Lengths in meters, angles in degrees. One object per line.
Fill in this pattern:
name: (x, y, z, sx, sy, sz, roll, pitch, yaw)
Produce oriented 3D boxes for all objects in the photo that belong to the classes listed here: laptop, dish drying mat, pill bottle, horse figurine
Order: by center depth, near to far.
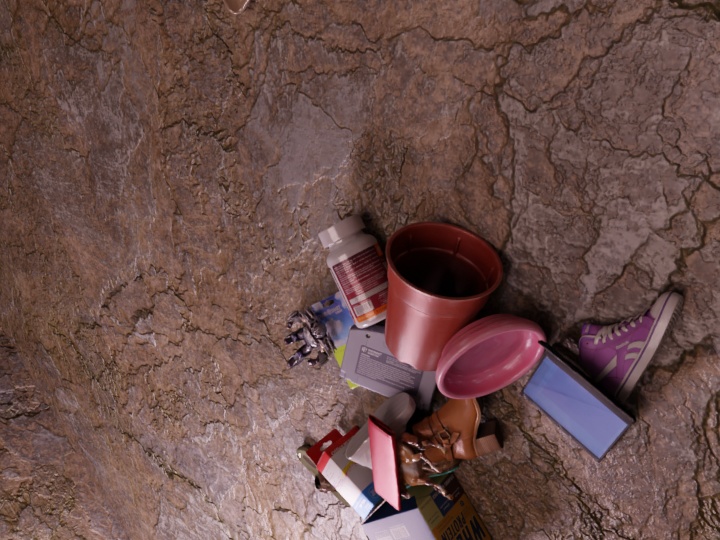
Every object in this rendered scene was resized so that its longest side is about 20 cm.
laptop: (0.340, 0.215, 1.043, 0.177, 0.200, 0.104, 41, 96, 25)
horse figurine: (0.108, 0.370, 1.235, 0.131, 0.050, 0.203, 15, 131, 35)
dish drying mat: (0.048, 0.373, 1.253, 0.076, 0.018, 0.203, 26, 133, 42)
pill bottle: (0.000, 0.000, 1.260, 0.109, 0.109, 0.203, -24, 92, 44)

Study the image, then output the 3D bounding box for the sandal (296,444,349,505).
sandal: (-0.094, 0.515, 1.600, 0.199, 0.057, 0.081, 31, 126, 28)

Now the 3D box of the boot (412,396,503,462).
boot: (0.168, 0.272, 1.230, 0.153, 0.077, 0.202, -19, 109, 23)

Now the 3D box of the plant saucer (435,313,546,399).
plant saucer: (0.214, 0.140, 1.091, 0.202, 0.197, 0.051, -63, 37, 38)

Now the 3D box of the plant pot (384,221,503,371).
plant pot: (0.126, 0.055, 1.128, 0.199, 0.200, 0.198, 33, 135, 26)

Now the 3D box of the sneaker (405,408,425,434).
sneaker: (0.076, 0.357, 1.376, 0.090, 0.076, 0.202, 33, 131, 15)

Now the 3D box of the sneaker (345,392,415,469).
sneaker: (0.072, 0.334, 1.301, 0.115, 0.074, 0.200, 33, 119, -16)

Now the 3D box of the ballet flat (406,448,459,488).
ballet flat: (0.124, 0.409, 1.360, 0.200, 0.067, 0.073, -40, 71, 42)

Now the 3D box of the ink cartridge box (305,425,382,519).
ink cartridge box: (-0.015, 0.437, 1.456, 0.200, 0.116, 0.068, 42, 131, 19)

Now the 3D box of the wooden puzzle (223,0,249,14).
wooden puzzle: (-0.233, -0.636, 1.250, 0.199, 0.037, 0.187, -37, 82, 39)

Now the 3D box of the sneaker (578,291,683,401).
sneaker: (0.396, 0.097, 0.981, 0.114, 0.072, 0.203, 37, 129, 27)

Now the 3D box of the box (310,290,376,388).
box: (-0.016, 0.142, 1.377, 0.121, 0.047, 0.202, -27, 90, 43)

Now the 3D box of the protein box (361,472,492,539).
protein box: (0.146, 0.566, 1.356, 0.198, 0.134, 0.202, -37, 83, 43)

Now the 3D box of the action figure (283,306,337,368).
action figure: (-0.116, 0.152, 1.411, 0.132, 0.069, 0.200, 65, 154, 9)

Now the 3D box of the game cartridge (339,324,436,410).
game cartridge: (0.062, 0.185, 1.290, 0.197, 0.041, 0.135, 20, 116, 12)
